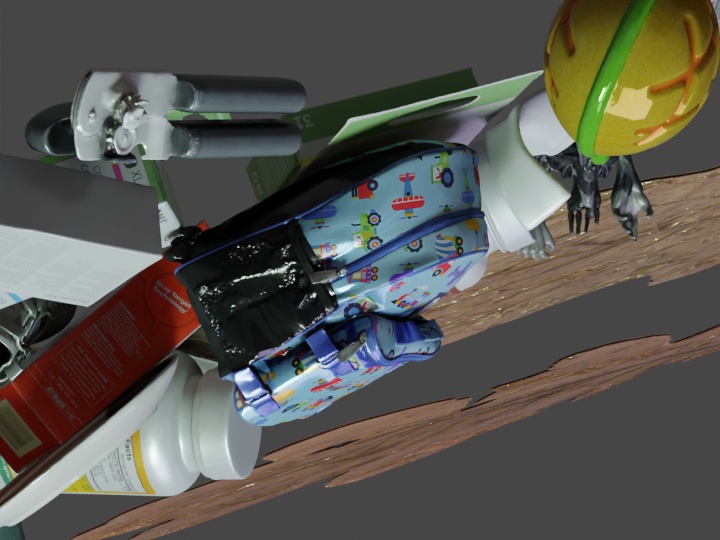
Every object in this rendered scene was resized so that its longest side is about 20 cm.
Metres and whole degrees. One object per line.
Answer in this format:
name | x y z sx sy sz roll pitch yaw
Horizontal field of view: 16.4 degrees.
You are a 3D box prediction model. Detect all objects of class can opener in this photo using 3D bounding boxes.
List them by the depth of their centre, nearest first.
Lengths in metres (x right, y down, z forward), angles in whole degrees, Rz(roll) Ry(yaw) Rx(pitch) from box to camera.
can opener | -0.109 -0.094 1.468 0.066 0.053 0.199 15 -168 38

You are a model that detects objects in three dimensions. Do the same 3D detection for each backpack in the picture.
backpack | 0.000 0.000 1.622 0.199 0.135 0.183 -27 172 10

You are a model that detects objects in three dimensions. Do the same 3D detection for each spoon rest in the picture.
spoon rest | 0.122 -0.099 1.688 0.099 0.061 0.200 -40 -167 25

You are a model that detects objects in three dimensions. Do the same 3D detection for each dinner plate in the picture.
dinner plate | -0.200 0.128 1.743 0.200 0.024 0.200 -37 -176 3

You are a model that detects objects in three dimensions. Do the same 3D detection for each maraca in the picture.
maraca | 0.172 -0.131 1.581 0.138 0.107 0.200 -60 169 -3

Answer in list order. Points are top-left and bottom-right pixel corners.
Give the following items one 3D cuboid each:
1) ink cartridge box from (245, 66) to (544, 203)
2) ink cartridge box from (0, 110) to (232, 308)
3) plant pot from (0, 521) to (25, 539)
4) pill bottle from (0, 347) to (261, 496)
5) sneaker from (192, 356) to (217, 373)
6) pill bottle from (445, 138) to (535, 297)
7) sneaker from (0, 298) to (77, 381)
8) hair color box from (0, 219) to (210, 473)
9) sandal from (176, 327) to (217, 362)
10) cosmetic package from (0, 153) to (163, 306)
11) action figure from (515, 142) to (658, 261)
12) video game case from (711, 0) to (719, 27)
ink cartridge box | 0.019 -0.099 1.647 0.145 0.048 0.200 -16 167 -22
ink cartridge box | -0.166 -0.040 1.563 0.199 0.060 0.104 -20 168 -2
plant pot | -0.353 0.182 1.963 0.199 0.197 0.200 -20 170 -4
pill bottle | -0.182 0.115 1.901 0.199 0.114 0.113 0 175 16
sneaker | -0.124 0.078 2.118 0.199 0.100 0.078 -13 167 -35
pill bottle | 0.023 -0.024 1.850 0.199 0.113 0.112 -21 169 9
sneaker | -0.254 0.050 1.702 0.200 0.082 0.075 -20 140 -56
hair color box | -0.180 0.054 1.797 0.200 0.061 0.101 -43 -174 -31
sandal | -0.117 0.041 1.932 0.199 0.054 0.080 11 173 45
cosmetic package | -0.217 -0.030 1.414 0.199 0.051 0.082 12 149 -39
action figure | 0.172 -0.062 1.972 0.118 0.103 0.200 -7 170 -5
video game case | 0.268 -0.188 1.740 0.199 0.018 0.143 -20 169 -2
